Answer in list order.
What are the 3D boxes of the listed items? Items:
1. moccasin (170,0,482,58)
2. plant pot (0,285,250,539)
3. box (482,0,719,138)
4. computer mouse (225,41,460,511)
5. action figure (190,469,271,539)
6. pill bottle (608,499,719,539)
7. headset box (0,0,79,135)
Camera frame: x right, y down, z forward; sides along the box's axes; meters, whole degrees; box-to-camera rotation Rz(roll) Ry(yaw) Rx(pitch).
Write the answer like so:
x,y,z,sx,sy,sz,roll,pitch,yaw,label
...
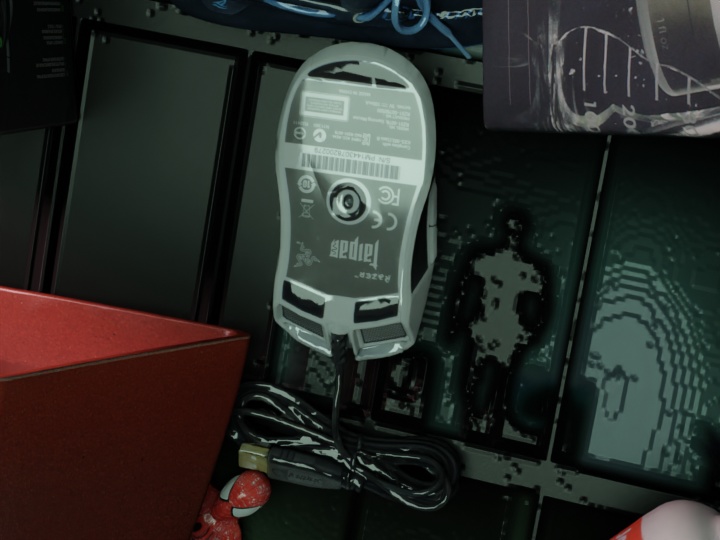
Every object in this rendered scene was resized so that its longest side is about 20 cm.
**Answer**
x,y,z,sx,sy,sz,roll,pitch,yaw,label
0.002,-0.126,0.816,0.199,0.068,0.081,-5,85,14,moccasin
-0.184,0.104,0.812,0.199,0.200,0.177,9,98,25,plant pot
0.149,-0.148,0.705,0.196,0.123,0.201,6,100,50,box
0.000,0.000,0.852,0.109,0.044,0.201,10,103,15,computer mouse
-0.120,0.150,0.901,0.200,0.052,0.066,-36,82,14,action figure
0.122,0.165,0.803,0.200,0.111,0.112,-37,87,16,pill bottle
-0.196,-0.140,0.817,0.092,0.174,0.201,-2,98,14,headset box
